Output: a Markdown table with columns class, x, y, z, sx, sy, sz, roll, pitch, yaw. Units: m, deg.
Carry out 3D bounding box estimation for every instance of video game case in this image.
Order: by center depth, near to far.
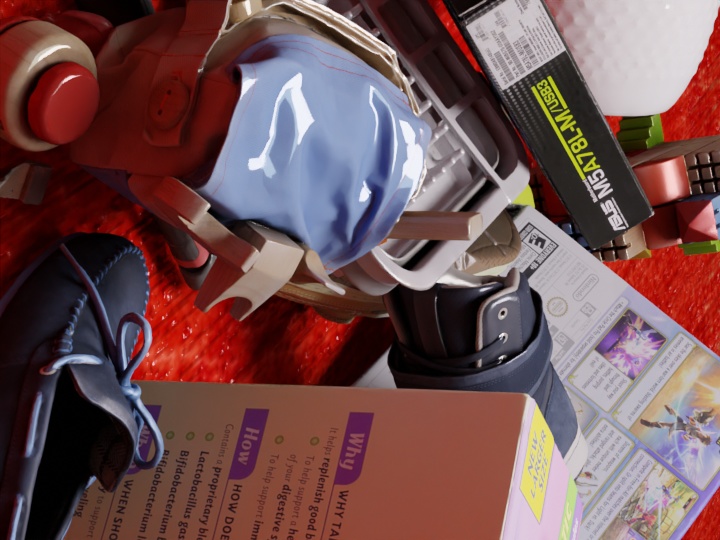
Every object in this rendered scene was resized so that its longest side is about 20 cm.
| class | x | y | z | sx | sy | sz | roll | pitch | yaw |
| --- | --- | --- | --- | --- | --- | --- | --- | --- | --- |
| video game case | 0.105 | 0.081 | 1.234 | 0.200 | 0.181 | 0.046 | -44 | 168 | -42 |

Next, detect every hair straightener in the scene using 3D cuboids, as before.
| class | x | y | z | sx | sy | sz | roll | pitch | yaw |
| --- | --- | --- | --- | --- | --- | --- | --- | --- | --- |
| hair straightener | -0.076 | -0.063 | 0.985 | 0.201 | 0.041 | 0.077 | 61 | 36 | -44 |

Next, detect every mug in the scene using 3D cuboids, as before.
| class | x | y | z | sx | sy | sz | roll | pitch | yaw |
| --- | --- | --- | --- | --- | --- | --- | --- | --- | --- |
| mug | 0.155 | -0.198 | 1.469 | 0.200 | 0.146 | 0.177 | -123 | -145 | -73 |

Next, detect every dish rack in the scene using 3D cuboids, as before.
| class | x | y | z | sx | sy | sz | roll | pitch | yaw |
| --- | --- | --- | --- | --- | --- | --- | --- | --- | --- |
| dish rack | -0.004 | -0.078 | 1.097 | 0.172 | 0.043 | 0.200 | 55 | 29 | -5 |

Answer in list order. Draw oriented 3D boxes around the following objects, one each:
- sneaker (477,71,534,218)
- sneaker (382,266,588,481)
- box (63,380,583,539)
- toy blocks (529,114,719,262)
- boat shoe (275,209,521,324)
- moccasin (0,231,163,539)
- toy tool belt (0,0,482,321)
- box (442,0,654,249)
| class | x | y | z | sx | sy | sz | roll | pitch | yaw |
| --- | --- | --- | --- | --- | --- | --- | --- | --- | --- |
| sneaker | 0.042 | -0.073 | 1.273 | 0.200 | 0.073 | 0.082 | 18 | 64 | -73 |
| sneaker | 0.032 | 0.085 | 1.070 | 0.203 | 0.076 | 0.147 | -53 | 138 | -40 |
| box | -0.029 | 0.144 | 0.904 | 0.097 | 0.198 | 0.177 | 60 | 36 | -52 |
| toy blocks | 0.166 | -0.043 | 1.437 | 0.136 | 0.199 | 0.101 | -24 | 105 | -54 |
| boat shoe | 0.000 | 0.000 | 1.151 | 0.199 | 0.076 | 0.072 | 2 | 54 | -50 |
| moccasin | -0.112 | 0.065 | 0.866 | 0.201 | 0.068 | 0.081 | -69 | 151 | -41 |
| toy tool belt | -0.045 | -0.047 | 0.885 | 0.199 | 0.122 | 0.126 | 9 | 106 | -53 |
| box | 0.070 | -0.136 | 1.203 | 0.200 | 0.047 | 0.194 | 54 | 5 | -48 |
